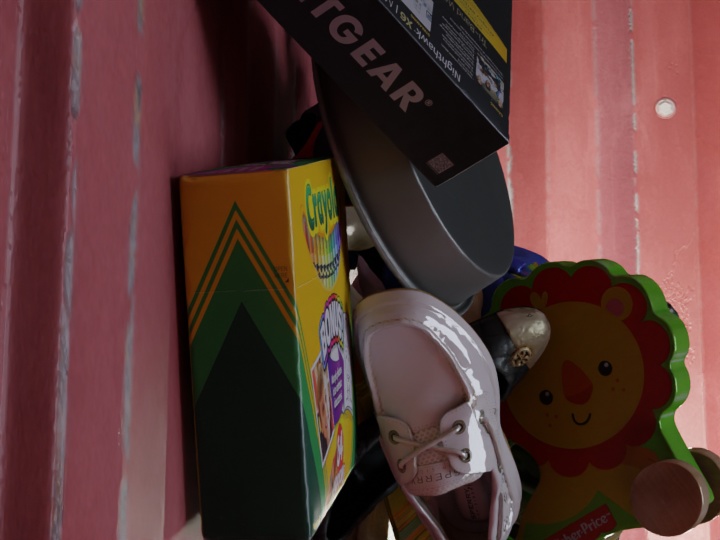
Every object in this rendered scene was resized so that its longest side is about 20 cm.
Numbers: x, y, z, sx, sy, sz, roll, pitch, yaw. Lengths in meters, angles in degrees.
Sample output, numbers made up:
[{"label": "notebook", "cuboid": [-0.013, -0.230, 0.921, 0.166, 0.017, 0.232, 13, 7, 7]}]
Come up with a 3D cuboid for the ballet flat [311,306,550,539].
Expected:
[{"label": "ballet flat", "cuboid": [0.042, 0.097, 1.113, 0.066, 0.200, 0.057, 52, -4, -39]}]

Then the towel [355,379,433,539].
[{"label": "towel", "cuboid": [0.042, 0.116, 1.204, 0.086, 0.018, 0.200, -41, 143, -22]}]

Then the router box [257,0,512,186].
[{"label": "router box", "cuboid": [0.002, -0.165, 0.955, 0.200, 0.052, 0.157, 45, 31, -27]}]

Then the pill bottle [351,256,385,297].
[{"label": "pill bottle", "cuboid": [0.048, 0.051, 1.427, 0.200, 0.111, 0.111, 80, 11, -49]}]

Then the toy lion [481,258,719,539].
[{"label": "toy lion", "cuboid": [0.128, 0.098, 1.153, 0.069, 0.200, 0.192, -5, 62, -60]}]

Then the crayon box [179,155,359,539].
[{"label": "crayon box", "cuboid": [-0.041, 0.031, 0.933, 0.200, 0.058, 0.173, -41, 130, -82]}]

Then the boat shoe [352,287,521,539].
[{"label": "boat shoe", "cuboid": [0.047, 0.097, 1.027, 0.069, 0.071, 0.200, -80, 151, -48]}]

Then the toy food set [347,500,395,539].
[{"label": "toy food set", "cuboid": [0.004, 0.237, 1.295, 0.200, 0.048, 0.198, 78, 13, -57]}]

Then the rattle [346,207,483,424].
[{"label": "rattle", "cuboid": [0.000, 0.000, 1.250, 0.143, 0.130, 0.200, 97, -29, -55]}]

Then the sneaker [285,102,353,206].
[{"label": "sneaker", "cuboid": [0.001, -0.094, 1.163, 0.075, 0.084, 0.200, 65, 21, -13]}]

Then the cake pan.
[{"label": "cake pan", "cuboid": [0.036, -0.072, 1.054, 0.200, 0.037, 0.201, 51, 27, -39]}]

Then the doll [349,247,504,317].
[{"label": "doll", "cuboid": [0.032, -0.019, 1.287, 0.200, 0.136, 0.048, 58, 15, 22]}]

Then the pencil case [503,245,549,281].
[{"label": "pencil case", "cuboid": [0.081, 0.077, 1.325, 0.200, 0.078, 0.087, -66, 158, 7]}]

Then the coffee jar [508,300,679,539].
[{"label": "coffee jar", "cuboid": [0.140, 0.106, 1.225, 0.085, 0.104, 0.201, -14, 120, -60]}]
